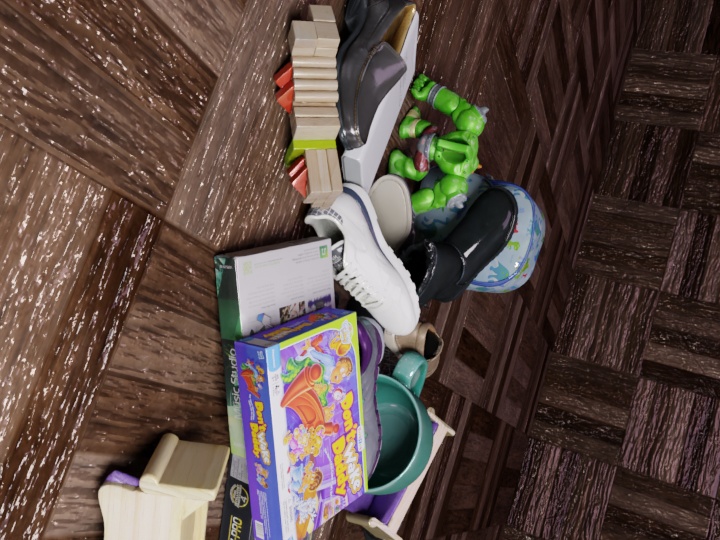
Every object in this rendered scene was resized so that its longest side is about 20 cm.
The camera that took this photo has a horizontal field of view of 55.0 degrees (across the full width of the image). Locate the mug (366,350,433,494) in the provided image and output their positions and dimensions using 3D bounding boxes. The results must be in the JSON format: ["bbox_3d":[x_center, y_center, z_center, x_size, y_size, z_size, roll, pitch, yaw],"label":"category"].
[{"bbox_3d":[0.038,0.220,0.950,0.154,0.183,0.114,65,8,26],"label":"mug"}]

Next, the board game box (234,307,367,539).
[{"bbox_3d":[-0.055,0.153,0.698,0.134,0.044,0.204,-19,109,-50],"label":"board game box"}]

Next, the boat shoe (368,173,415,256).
[{"bbox_3d":[0.041,-0.050,0.952,0.063,0.071,0.203,-57,154,-50],"label":"boat shoe"}]

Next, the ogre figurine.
[{"bbox_3d":[0.106,-0.163,0.964,0.203,0.118,0.098,-67,153,-19],"label":"ogre figurine"}]

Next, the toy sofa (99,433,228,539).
[{"bbox_3d":[-0.181,0.259,0.627,0.083,0.096,0.204,-94,-169,-78],"label":"toy sofa"}]

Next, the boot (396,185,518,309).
[{"bbox_3d":[0.115,-0.025,0.911,0.161,0.073,0.200,-4,132,-56],"label":"boot"}]

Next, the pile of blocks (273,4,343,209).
[{"bbox_3d":[-0.060,-0.162,0.706,0.061,0.082,0.204,-4,100,-19],"label":"pile of blocks"}]

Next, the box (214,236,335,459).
[{"bbox_3d":[-0.081,0.074,0.722,0.143,0.036,0.204,-14,103,-51],"label":"box"}]

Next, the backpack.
[{"bbox_3d":[0.173,-0.060,1.064,0.147,0.197,0.186,27,79,-64],"label":"backpack"}]

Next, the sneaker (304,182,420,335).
[{"bbox_3d":[0.000,0.000,0.824,0.202,0.076,0.081,59,40,-12],"label":"sneaker"}]

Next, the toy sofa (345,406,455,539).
[{"bbox_3d":[0.052,0.302,1.063,0.097,0.083,0.201,40,64,-15],"label":"toy sofa"}]

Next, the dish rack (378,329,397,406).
[{"bbox_3d":[0.045,0.124,1.062,0.153,0.054,0.203,-42,137,-53],"label":"dish rack"}]

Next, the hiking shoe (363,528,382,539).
[{"bbox_3d":[0.031,0.352,1.143,0.100,0.075,0.204,31,67,-52],"label":"hiking shoe"}]

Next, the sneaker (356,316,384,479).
[{"bbox_3d":[-0.017,0.152,0.812,0.087,0.073,0.204,31,60,-70],"label":"sneaker"}]

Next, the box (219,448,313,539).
[{"bbox_3d":[-0.101,0.271,0.830,0.160,0.048,0.204,-13,114,-61],"label":"box"}]

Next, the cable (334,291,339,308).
[{"bbox_3d":[-0.070,0.091,0.803,0.199,0.050,0.166,-8,110,-63],"label":"cable"}]

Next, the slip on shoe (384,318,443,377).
[{"bbox_3d":[0.094,0.115,1.029,0.077,0.060,0.200,-68,152,-20],"label":"slip on shoe"}]

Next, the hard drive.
[{"bbox_3d":[0.026,-0.196,0.847,0.132,0.026,0.203,83,27,-73],"label":"hard drive"}]

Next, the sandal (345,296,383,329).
[{"bbox_3d":[-0.016,0.124,0.916,0.043,0.075,0.204,49,48,-62],"label":"sandal"}]

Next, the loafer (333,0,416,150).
[{"bbox_3d":[0.015,-0.222,0.747,0.073,0.071,0.203,57,38,-64],"label":"loafer"}]
